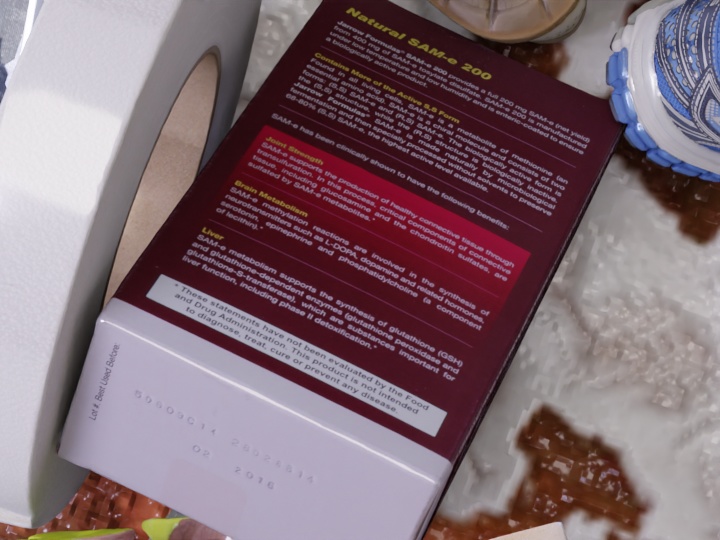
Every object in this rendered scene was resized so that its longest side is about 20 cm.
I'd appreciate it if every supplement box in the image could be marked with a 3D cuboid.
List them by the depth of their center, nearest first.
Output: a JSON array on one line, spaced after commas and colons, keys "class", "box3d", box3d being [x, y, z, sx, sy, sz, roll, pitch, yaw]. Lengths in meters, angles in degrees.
[{"class": "supplement box", "box3d": [0.000, 0.000, 0.825, 0.109, 0.061, 0.200, 26, 41, 5]}]

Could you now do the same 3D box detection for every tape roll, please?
[{"class": "tape roll", "box3d": [-0.078, -0.022, 0.815, 0.037, 0.203, 0.203, 19, 81, 4]}]

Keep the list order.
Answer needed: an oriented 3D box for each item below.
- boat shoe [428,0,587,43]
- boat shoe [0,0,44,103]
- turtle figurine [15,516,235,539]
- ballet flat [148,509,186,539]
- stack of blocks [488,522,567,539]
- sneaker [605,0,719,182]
[{"class": "boat shoe", "box3d": [0.002, -0.152, 0.908, 0.072, 0.065, 0.200, -44, 81, 6]}, {"class": "boat shoe", "box3d": [-0.127, -0.108, 0.891, 0.091, 0.071, 0.201, 9, 87, 2]}, {"class": "turtle figurine", "box3d": [-0.062, 0.154, 0.775, 0.200, 0.064, 0.162, -6, 88, -25]}, {"class": "ballet flat", "box3d": [-0.042, 0.099, 0.859, 0.067, 0.064, 0.200, 43, 73, -18]}, {"class": "stack of blocks", "box3d": [0.056, 0.182, 0.779, 0.058, 0.200, 0.115, -16, 46, -2]}, {"class": "sneaker", "box3d": [0.184, -0.053, 0.861, 0.199, 0.085, 0.077, 3, 80, -18]}]
